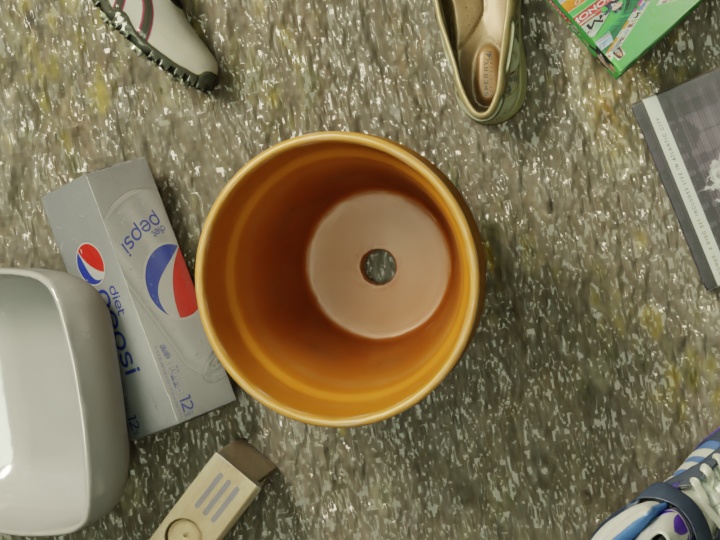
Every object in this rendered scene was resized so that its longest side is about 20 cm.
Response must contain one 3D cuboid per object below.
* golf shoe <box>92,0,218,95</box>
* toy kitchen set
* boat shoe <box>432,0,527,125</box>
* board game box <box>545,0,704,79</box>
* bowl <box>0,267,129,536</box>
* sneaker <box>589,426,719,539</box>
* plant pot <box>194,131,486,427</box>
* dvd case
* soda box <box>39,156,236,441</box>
[{"bbox_3d":[-0.166,-0.221,1.619,0.088,0.077,0.200,-42,86,3],"label":"golf shoe"},{"bbox_3d":[-0.086,0.266,1.590,0.200,0.163,0.181,39,100,6],"label":"toy kitchen set"},{"bbox_3d":[0.087,-0.208,1.576,0.073,0.063,0.202,-10,91,12],"label":"boat shoe"},{"bbox_3d":[0.214,-0.254,1.543,0.200,0.029,0.135,-41,87,-3],"label":"board game box"},{"bbox_3d":[-0.246,0.094,1.623,0.199,0.074,0.202,-3,97,46],"label":"bowl"},{"bbox_3d":[0.247,0.172,1.528,0.199,0.146,0.081,-35,87,11],"label":"sneaker"},{"bbox_3d":[0.000,0.000,1.545,0.198,0.183,0.202,1,94,11],"label":"plant pot"},{"bbox_3d":[0.316,-0.091,1.564,0.199,0.016,0.150,-23,90,11],"label":"dvd case"},{"bbox_3d":[-0.168,0.021,1.628,0.068,0.063,0.201,-21,89,46],"label":"soda box"}]
